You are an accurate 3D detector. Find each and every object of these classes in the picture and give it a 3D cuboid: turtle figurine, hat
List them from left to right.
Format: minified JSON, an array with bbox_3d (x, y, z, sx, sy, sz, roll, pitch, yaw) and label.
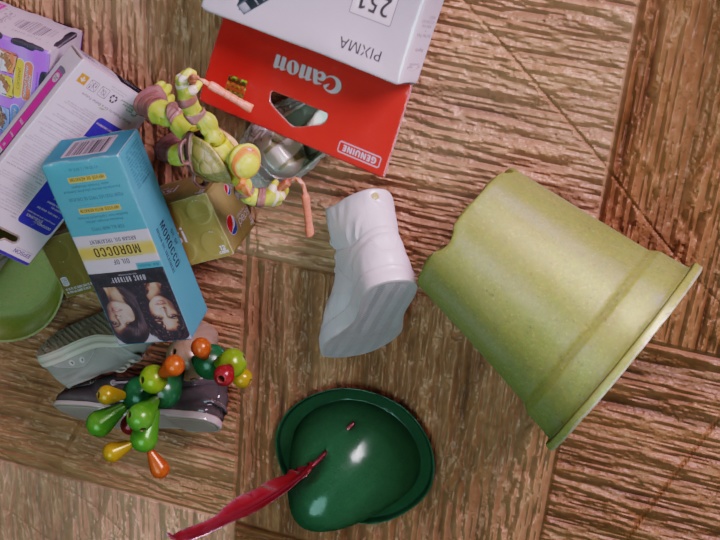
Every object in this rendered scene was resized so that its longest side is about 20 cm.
[{"bbox_3d":[-0.129,-0.102,1.170,0.161,0.065,0.200,26,161,46],"label":"turtle figurine"},{"bbox_3d":[-0.039,0.234,1.309,0.199,0.176,0.166,-28,106,28],"label":"hat"}]

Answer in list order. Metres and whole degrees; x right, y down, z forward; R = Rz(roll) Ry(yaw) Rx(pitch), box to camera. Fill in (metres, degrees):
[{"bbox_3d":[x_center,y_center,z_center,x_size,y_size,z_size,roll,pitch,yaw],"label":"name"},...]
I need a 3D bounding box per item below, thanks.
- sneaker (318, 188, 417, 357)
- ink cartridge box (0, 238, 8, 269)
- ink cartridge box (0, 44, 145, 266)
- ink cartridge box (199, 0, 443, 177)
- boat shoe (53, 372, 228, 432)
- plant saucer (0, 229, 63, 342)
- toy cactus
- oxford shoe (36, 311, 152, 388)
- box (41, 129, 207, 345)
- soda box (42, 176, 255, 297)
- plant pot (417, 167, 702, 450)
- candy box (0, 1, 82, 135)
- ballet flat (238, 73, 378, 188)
[{"bbox_3d":[0.000,0.000,1.243,0.073,0.117,0.200,-4,156,-19],"label":"sneaker"},{"bbox_3d":[-0.475,-0.024,1.338,0.200,0.083,0.145,41,122,-4],"label":"ink cartridge box"},{"bbox_3d":[-0.287,-0.103,1.228,0.200,0.037,0.094,-51,137,7],"label":"ink cartridge box"},{"bbox_3d":[-0.044,-0.193,1.119,0.199,0.043,0.175,24,105,20],"label":"ink cartridge box"},{"bbox_3d":[-0.227,0.132,1.398,0.198,0.057,0.067,2,153,21],"label":"boat shoe"},{"bbox_3d":[-0.389,-0.021,1.377,0.198,0.031,0.202,8,119,15],"label":"plant saucer"},{"bbox_3d":[-0.173,0.110,1.295,0.200,0.165,0.102,-37,102,31],"label":"toy cactus"},{"bbox_3d":[-0.243,0.073,1.356,0.199,0.075,0.058,-20,115,30],"label":"oxford shoe"},{"bbox_3d":[-0.214,-0.027,1.223,0.082,0.049,0.201,-6,122,19],"label":"box"},{"bbox_3d":[-0.207,-0.037,1.289,0.198,0.064,0.068,-14,113,23],"label":"soda box"},{"bbox_3d":[0.157,0.018,1.141,0.184,0.200,0.201,39,122,9],"label":"plant pot"},{"bbox_3d":[-0.378,-0.175,1.268,0.198,0.072,0.169,20,121,6],"label":"candy box"},{"bbox_3d":[-0.049,-0.127,1.190,0.199,0.072,0.072,-34,103,30],"label":"ballet flat"}]
